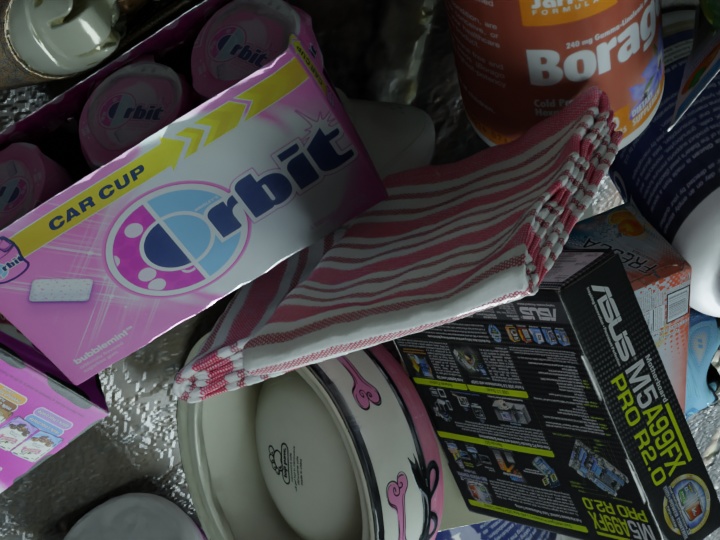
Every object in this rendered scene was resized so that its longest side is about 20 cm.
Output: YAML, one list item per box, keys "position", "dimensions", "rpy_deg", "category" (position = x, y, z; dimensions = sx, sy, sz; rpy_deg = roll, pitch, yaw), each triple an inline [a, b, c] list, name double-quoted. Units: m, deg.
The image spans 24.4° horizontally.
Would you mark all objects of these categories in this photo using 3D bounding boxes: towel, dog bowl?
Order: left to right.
- position: [-0.029, 0.119, 1.027]
  dimensions: [0.073, 0.200, 0.201]
  rpy_deg: [-18, 145, -37]
  category: "dog bowl"
- position: [0.000, 0.000, 0.905]
  dimensions: [0.198, 0.147, 0.030]
  rpy_deg: [-20, 108, 24]
  category: "towel"
- position: [0.037, -0.020, 0.773]
  dimensions: [0.145, 0.200, 0.030]
  rpy_deg: [-20, 106, 28]
  category: "towel"

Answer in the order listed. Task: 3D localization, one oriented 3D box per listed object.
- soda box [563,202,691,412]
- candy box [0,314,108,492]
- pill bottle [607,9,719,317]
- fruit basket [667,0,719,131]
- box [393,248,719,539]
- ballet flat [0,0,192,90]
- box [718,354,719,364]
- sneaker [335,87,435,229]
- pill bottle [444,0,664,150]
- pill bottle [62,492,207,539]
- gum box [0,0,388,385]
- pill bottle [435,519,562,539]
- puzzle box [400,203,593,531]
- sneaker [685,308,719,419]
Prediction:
- position: [0.146, 0.064, 0.965]
  dimensions: [0.063, 0.069, 0.202]
  rpy_deg: [-20, 132, -16]
  category: "soda box"
- position: [-0.267, 0.092, 0.969]
  dimensions: [0.199, 0.061, 0.136]
  rpy_deg: [-36, 140, 13]
  category: "candy box"
- position: [0.210, -0.045, 0.945]
  dimensions: [0.110, 0.201, 0.112]
  rpy_deg: [-14, 140, -12]
  category: "pill bottle"
- position: [0.214, -0.173, 0.823]
  dimensions: [0.186, 0.094, 0.200]
  rpy_deg: [-51, 178, 30]
  category: "fruit basket"
- position: [0.097, 0.069, 0.922]
  dimensions: [0.044, 0.199, 0.162]
  rpy_deg: [-31, 104, -24]
  category: "box"
- position: [-0.113, -0.138, 0.779]
  dimensions: [0.199, 0.068, 0.068]
  rpy_deg: [-33, 124, 9]
  category: "ballet flat"
- position: [0.317, 0.023, 1.174]
  dimensions: [0.068, 0.083, 0.201]
  rpy_deg: [-11, 141, -14]
  category: "box"
- position: [-0.047, -0.073, 0.888]
  dimensions: [0.198, 0.075, 0.088]
  rpy_deg: [-5, 133, -23]
  category: "sneaker"
- position: [0.093, -0.155, 0.831]
  dimensions: [0.111, 0.113, 0.201]
  rpy_deg: [-21, 141, -3]
  category: "pill bottle"
- position: [-0.128, 0.248, 1.177]
  dimensions: [0.111, 0.113, 0.201]
  rpy_deg: [-27, 141, 4]
  category: "pill bottle"
- position: [-0.092, -0.043, 0.807]
  dimensions: [0.199, 0.066, 0.114]
  rpy_deg: [-31, 138, 5]
  category: "gum box"
- position: [0.069, 0.169, 1.116]
  dimensions: [0.110, 0.111, 0.201]
  rpy_deg: [-28, 105, 6]
  category: "pill bottle"
- position: [0.090, 0.053, 1.039]
  dimensions: [0.131, 0.025, 0.203]
  rpy_deg: [-8, 98, -18]
  category: "puzzle box"
- position: [0.227, 0.104, 1.224]
  dimensions: [0.089, 0.079, 0.201]
  rpy_deg: [-15, 141, -16]
  category: "sneaker"
